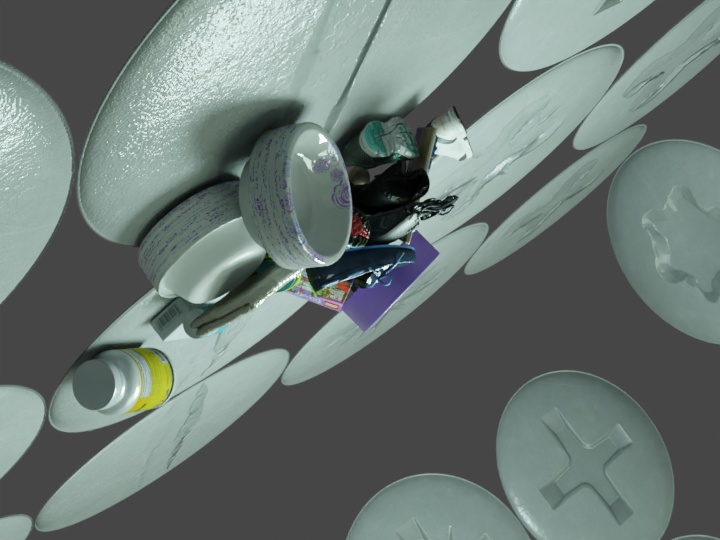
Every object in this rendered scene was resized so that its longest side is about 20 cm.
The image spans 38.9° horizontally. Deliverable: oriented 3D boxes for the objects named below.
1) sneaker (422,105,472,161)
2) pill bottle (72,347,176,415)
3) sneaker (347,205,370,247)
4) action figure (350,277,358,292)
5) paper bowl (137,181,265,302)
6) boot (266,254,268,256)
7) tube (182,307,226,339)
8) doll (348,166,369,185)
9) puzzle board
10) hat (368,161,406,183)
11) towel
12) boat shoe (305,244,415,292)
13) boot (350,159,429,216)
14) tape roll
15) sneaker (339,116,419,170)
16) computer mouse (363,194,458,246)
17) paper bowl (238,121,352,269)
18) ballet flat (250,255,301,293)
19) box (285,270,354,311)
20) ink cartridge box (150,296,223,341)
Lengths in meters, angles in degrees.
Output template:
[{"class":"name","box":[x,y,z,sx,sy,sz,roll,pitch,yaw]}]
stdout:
[{"class":"sneaker","box":[0.161,-0.250,1.924,0.079,0.074,0.200,-28,163,7]},{"class":"pill bottle","box":[-0.415,0.195,1.791,0.112,0.113,0.200,-40,167,12]},{"class":"sneaker","box":[-0.080,-0.093,1.615,0.095,0.200,0.080,-9,-131,47]},{"class":"action figure","box":[-0.064,-0.043,1.901,0.102,0.200,0.120,10,-116,56]},{"class":"paper bowl","box":[-0.221,-0.030,1.511,0.200,0.105,0.201,-35,169,-8]},{"class":"boot","box":[-0.194,-0.045,1.653,0.199,0.074,0.075,-38,162,18]},{"class":"tube","box":[-0.255,0.089,1.812,0.077,0.051,0.200,-35,173,10]},{"class":"doll","box":[-0.054,-0.103,1.798,0.200,0.048,0.136,-49,132,-3]},{"class":"puzzle board","box":[0.096,-0.152,1.794,0.151,0.017,0.203,-133,-124,-80]},{"class":"hat","box":[0.024,-0.114,1.895,0.201,0.080,0.203,-167,-90,-85]},{"class":"towel","box":[-0.173,0.040,1.572,0.132,0.035,0.199,-43,-169,-38]},{"class":"boat shoe","box":[0.000,0.000,1.685,0.197,0.070,0.084,-8,172,-19]},{"class":"boot","box":[-0.002,-0.127,1.687,0.198,0.077,0.168,-8,174,-27]},{"class":"tape roll","box":[0.055,0.019,1.861,0.200,0.066,0.200,-47,179,-1]},{"class":"sneaker","box":[0.029,-0.208,1.715,0.091,0.078,0.199,-25,171,29]},{"class":"computer mouse","box":[0.058,-0.074,1.680,0.198,0.053,0.138,-14,-179,35]},{"class":"paper bowl","box":[-0.098,-0.103,1.445,0.103,0.204,0.200,-6,-178,27]},{"class":"ballet flat","box":[-0.149,0.007,1.680,0.199,0.067,0.067,-30,-168,49]},{"class":"box","box":[-0.112,0.000,1.772,0.137,0.198,0.039,114,-5,-65]},{"class":"ink cartridge box","box":[-0.271,0.057,1.864,0.160,0.047,0.200,-41,170,15]}]
